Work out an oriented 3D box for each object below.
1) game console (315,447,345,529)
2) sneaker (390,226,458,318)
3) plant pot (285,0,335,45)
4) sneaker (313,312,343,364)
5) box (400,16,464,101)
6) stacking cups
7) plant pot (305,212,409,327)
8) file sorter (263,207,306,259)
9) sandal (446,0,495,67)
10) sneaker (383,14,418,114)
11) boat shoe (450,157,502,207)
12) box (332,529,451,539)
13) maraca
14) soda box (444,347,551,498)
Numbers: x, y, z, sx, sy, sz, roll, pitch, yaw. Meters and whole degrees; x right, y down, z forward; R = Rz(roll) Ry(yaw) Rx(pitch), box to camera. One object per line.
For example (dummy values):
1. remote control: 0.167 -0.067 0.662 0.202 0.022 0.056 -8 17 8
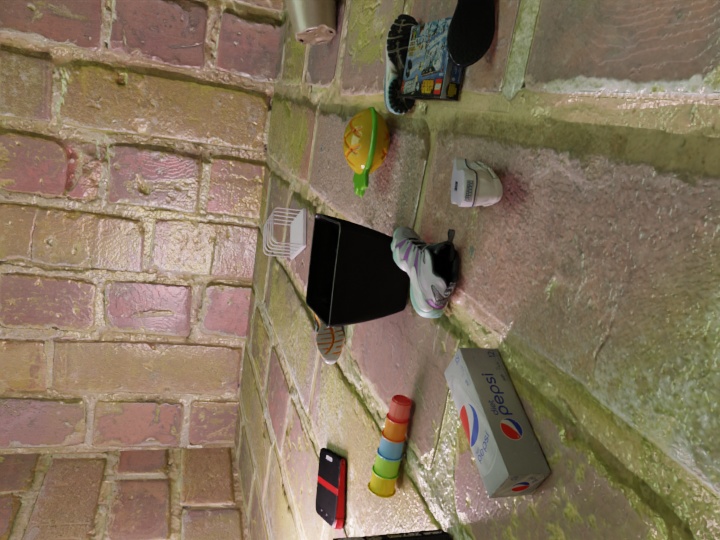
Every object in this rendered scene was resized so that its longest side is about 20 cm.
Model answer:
1. game console: -0.078 0.578 1.551 0.200 0.031 0.180 158 119 -68
2. sneaker: 0.125 -0.033 1.025 0.141 0.077 0.202 -63 39 45
3. plant pot: -0.153 -0.827 1.834 0.200 0.197 0.187 172 90 -70
4. sneaker: -0.089 0.177 1.602 0.078 0.077 0.202 95 169 -46
5. box: 0.138 -0.394 1.097 0.200 0.039 0.139 -136 53 -65
6. stacking cups: 0.057 0.345 1.150 0.060 0.060 0.203 -140 56 -66
7. plant pot: 0.000 0.000 1.211 0.199 0.175 0.204 -149 66 -69
8. file sorter: -0.279 -0.137 2.119 0.200 0.122 0.141 148 124 -67
9. sandal: 0.185 -0.423 0.949 0.048 0.074 0.204 57 -138 -80
10. sneaker: 0.076 -0.434 1.233 0.086 0.076 0.204 -149 65 -72
11. boat shoe: 0.178 -0.135 0.895 0.200 0.065 0.073 -75 -10 -79
12. box: 0.052 0.510 0.926 0.049 0.197 0.164 154 119 -69
13. maraca: 0.010 -0.273 1.339 0.137 0.105 0.203 -129 46 -72
14. soda box: 0.183 0.205 0.807 0.202 0.067 0.064 -106 28 -43
